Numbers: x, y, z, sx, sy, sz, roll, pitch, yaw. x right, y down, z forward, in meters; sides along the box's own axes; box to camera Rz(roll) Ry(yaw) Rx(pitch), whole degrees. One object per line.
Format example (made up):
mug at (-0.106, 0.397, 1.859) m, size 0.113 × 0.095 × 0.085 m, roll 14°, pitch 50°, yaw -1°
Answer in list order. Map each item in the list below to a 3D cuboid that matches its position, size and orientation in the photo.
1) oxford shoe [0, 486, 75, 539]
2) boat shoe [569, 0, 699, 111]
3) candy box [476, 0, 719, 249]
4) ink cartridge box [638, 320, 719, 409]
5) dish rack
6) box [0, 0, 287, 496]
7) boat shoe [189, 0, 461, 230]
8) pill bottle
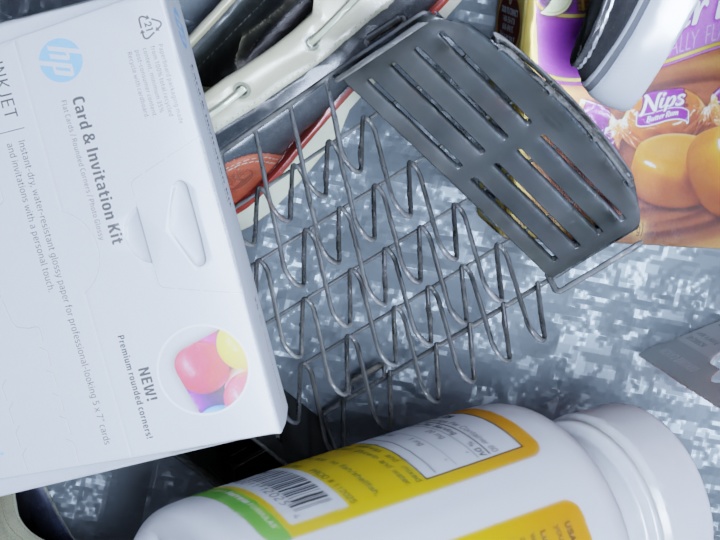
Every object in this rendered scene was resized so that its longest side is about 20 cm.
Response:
oxford shoe at (-0.099, 0.145, 0.817) m, size 0.074 × 0.071 × 0.200 m, roll -47°, pitch 63°, yaw 0°
boat shoe at (0.105, -0.159, 0.785) m, size 0.066 × 0.070 × 0.200 m, roll 20°, pitch 97°, yaw -5°
candy box at (0.115, -0.110, 0.858) m, size 0.117 × 0.056 × 0.200 m, roll 3°, pitch 100°, yaw -10°
ink cartridge box at (0.226, 0.027, 0.852) m, size 0.200 × 0.163 × 0.057 m, roll -26°, pitch 100°, yaw -4°
dish rack at (0.000, 0.000, 0.813) m, size 0.200 × 0.055 × 0.153 m, roll -33°, pitch 129°, yaw 22°
box at (-0.141, 0.001, 0.748) m, size 0.200 × 0.041 × 0.156 m, roll -14°, pitch 100°, yaw 6°
boat shoe at (-0.013, -0.106, 0.824) m, size 0.063 × 0.071 × 0.200 m, roll 34°, pitch 100°, yaw -34°
pill bottle at (0.027, 0.111, 0.794) m, size 0.200 × 0.111 × 0.111 m, roll -15°, pitch 105°, yaw -33°
